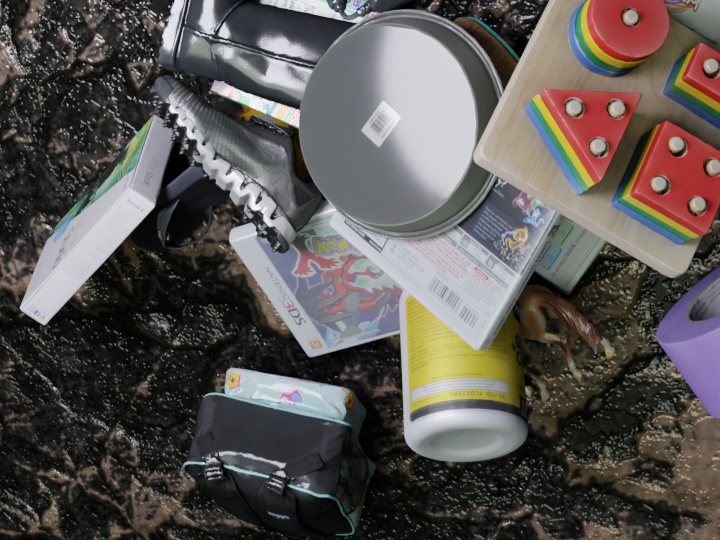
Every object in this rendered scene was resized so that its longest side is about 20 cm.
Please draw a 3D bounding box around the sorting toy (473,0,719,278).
[{"bbox_3d":[0.225,-0.131,1.323,0.199,0.200,0.070,30,162,-8],"label":"sorting toy"}]

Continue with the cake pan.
[{"bbox_3d":[0.029,-0.125,1.401,0.200,0.037,0.200,2,95,28],"label":"cake pan"}]

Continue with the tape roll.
[{"bbox_3d":[0.366,0.037,1.425,0.200,0.200,0.085,-32,97,28],"label":"tape roll"}]

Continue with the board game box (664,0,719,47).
[{"bbox_3d":[0.235,-0.179,1.407,0.153,0.040,0.200,9,92,-7],"label":"board game box"}]

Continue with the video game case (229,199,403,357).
[{"bbox_3d":[0.000,0.000,1.594,0.200,0.023,0.182,-16,131,19],"label":"video game case"}]

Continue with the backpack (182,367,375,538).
[{"bbox_3d":[-0.074,0.194,1.674,0.176,0.153,0.200,7,150,16],"label":"backpack"}]

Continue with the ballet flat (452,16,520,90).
[{"bbox_3d":[0.135,-0.134,1.446,0.200,0.072,0.068,49,158,-7],"label":"ballet flat"}]

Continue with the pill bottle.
[{"bbox_3d":[0.092,0.065,1.486,0.112,0.112,0.200,-14,62,25],"label":"pill bottle"}]

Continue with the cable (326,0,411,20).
[{"bbox_3d":[0.034,-0.319,1.459,0.200,0.051,0.163,-32,67,-2],"label":"cable"}]

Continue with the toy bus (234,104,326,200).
[{"bbox_3d":[-0.072,-0.113,1.607,0.078,0.065,0.200,-21,103,28],"label":"toy bus"}]

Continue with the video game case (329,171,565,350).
[{"bbox_3d":[0.081,-0.060,1.422,0.200,0.023,0.182,41,115,30],"label":"video game case"}]

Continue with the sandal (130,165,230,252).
[{"bbox_3d":[-0.177,-0.057,1.628,0.200,0.076,0.043,-38,59,55],"label":"sandal"}]

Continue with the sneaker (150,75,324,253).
[{"bbox_3d":[-0.109,-0.116,1.524,0.090,0.066,0.200,-42,91,-15],"label":"sneaker"}]

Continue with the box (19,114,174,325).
[{"bbox_3d":[-0.266,-0.052,1.659,0.036,0.144,0.200,37,120,-20],"label":"box"}]

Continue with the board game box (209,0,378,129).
[{"bbox_3d":[-0.042,-0.234,1.523,0.134,0.029,0.200,24,96,7],"label":"board game box"}]

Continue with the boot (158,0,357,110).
[{"bbox_3d":[-0.067,-0.233,1.479,0.200,0.066,0.165,18,103,11],"label":"boot"}]

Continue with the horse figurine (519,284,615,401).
[{"bbox_3d":[0.159,0.063,1.570,0.133,0.050,0.200,45,145,-9],"label":"horse figurine"}]

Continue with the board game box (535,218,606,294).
[{"bbox_3d":[0.158,-0.096,1.531,0.200,0.040,0.153,35,119,4],"label":"board game box"}]
